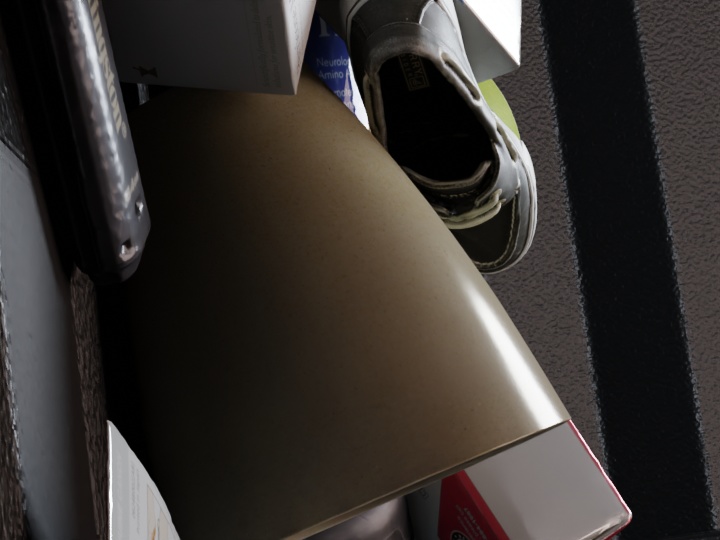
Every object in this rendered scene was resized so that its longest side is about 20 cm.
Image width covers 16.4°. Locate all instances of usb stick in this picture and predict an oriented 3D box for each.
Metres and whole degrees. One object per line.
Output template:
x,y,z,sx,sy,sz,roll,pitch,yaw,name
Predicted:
-0.115,-0.090,0.974,0.056,0.032,0.201,-93,174,-62,usb stick

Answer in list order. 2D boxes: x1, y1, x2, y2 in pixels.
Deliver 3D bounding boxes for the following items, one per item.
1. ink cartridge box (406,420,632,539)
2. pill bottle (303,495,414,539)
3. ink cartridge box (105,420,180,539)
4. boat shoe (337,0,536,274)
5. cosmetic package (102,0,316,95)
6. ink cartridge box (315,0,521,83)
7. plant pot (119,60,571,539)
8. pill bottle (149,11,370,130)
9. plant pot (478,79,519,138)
0.040,0.126,1.360,0.148,0.086,0.200,55,-34,12,ink cartridge box
-0.022,0.159,1.292,0.106,0.106,0.201,-91,171,-63,pill bottle
-0.080,0.176,0.907,0.200,0.047,0.160,69,12,-49,ink cartridge box
0.037,-0.053,1.167,0.200,0.071,0.064,61,14,-47,boat shoe
-0.054,-0.187,1.083,0.108,0.085,0.200,84,14,-57,cosmetic package
0.024,-0.194,1.211,0.116,0.067,0.200,44,38,-41,ink cartridge box
-0.032,0.012,1.113,0.187,0.187,0.200,42,25,-84,plant pot
-0.055,-0.127,1.249,0.111,0.111,0.201,-13,95,-86,pill bottle
-0.002,-0.050,1.707,0.200,0.187,0.188,-51,135,-64,plant pot
